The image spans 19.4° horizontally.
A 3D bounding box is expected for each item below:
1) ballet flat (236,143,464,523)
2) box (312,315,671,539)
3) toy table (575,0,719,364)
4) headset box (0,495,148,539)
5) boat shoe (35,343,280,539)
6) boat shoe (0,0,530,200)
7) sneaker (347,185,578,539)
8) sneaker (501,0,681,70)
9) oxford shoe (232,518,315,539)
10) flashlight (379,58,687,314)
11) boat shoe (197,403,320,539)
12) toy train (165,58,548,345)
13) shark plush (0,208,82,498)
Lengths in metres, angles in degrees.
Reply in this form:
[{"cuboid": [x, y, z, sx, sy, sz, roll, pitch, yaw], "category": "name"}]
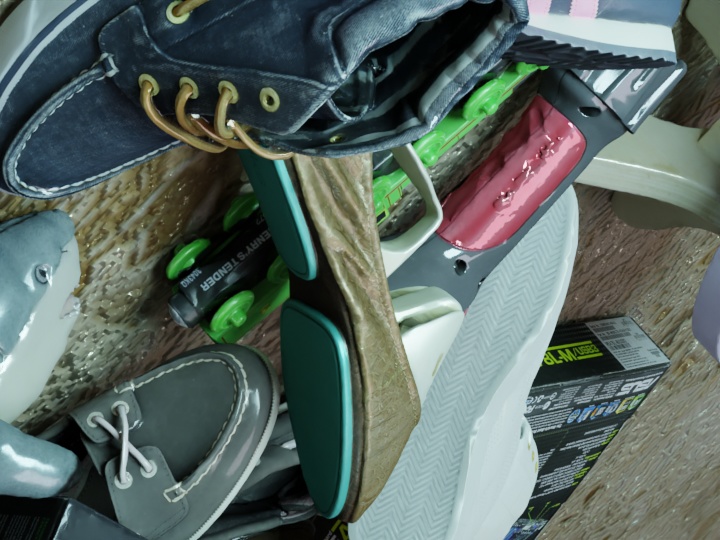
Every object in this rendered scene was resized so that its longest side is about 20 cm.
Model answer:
[{"cuboid": [0.000, 0.000, 0.800, 0.072, 0.068, 0.202, -20, 113, -20], "category": "ballet flat"}, {"cuboid": [0.061, 0.115, 1.167, 0.199, 0.048, 0.194, -6, 139, -52], "category": "box"}, {"cuboid": [0.186, -0.059, 0.991, 0.183, 0.117, 0.201, -18, 146, -41], "category": "toy table"}, {"cuboid": [-0.085, 0.203, 0.779, 0.199, 0.092, 0.175, 35, 67, -30], "category": "headset box"}, {"cuboid": [-0.118, 0.096, 0.841, 0.200, 0.067, 0.057, -38, 154, 17], "category": "boat shoe"}, {"cuboid": [-0.042, -0.062, 0.653, 0.200, 0.091, 0.071, -35, 147, 22], "category": "boat shoe"}, {"cuboid": [0.055, 0.050, 0.996, 0.201, 0.073, 0.116, -68, 162, -2], "category": "sneaker"}, {"cuboid": [0.043, -0.126, 0.768, 0.199, 0.070, 0.083, 8, 86, -45], "category": "sneaker"}, {"cuboid": [-0.093, 0.193, 1.027, 0.199, 0.084, 0.073, -37, 152, -14], "category": "oxford shoe"}, {"cuboid": [0.054, -0.033, 0.912, 0.068, 0.068, 0.200, 39, 96, -19], "category": "flashlight"}, {"cuboid": [-0.044, 0.098, 0.960, 0.199, 0.057, 0.067, -3, 134, -53], "category": "boat shoe"}, {"cuboid": [0.003, -0.041, 0.853, 0.200, 0.042, 0.056, -40, 164, -5], "category": "toy train"}, {"cuboid": [-0.185, 0.033, 0.712, 0.199, 0.091, 0.084, -8, 116, -28], "category": "shark plush"}]
